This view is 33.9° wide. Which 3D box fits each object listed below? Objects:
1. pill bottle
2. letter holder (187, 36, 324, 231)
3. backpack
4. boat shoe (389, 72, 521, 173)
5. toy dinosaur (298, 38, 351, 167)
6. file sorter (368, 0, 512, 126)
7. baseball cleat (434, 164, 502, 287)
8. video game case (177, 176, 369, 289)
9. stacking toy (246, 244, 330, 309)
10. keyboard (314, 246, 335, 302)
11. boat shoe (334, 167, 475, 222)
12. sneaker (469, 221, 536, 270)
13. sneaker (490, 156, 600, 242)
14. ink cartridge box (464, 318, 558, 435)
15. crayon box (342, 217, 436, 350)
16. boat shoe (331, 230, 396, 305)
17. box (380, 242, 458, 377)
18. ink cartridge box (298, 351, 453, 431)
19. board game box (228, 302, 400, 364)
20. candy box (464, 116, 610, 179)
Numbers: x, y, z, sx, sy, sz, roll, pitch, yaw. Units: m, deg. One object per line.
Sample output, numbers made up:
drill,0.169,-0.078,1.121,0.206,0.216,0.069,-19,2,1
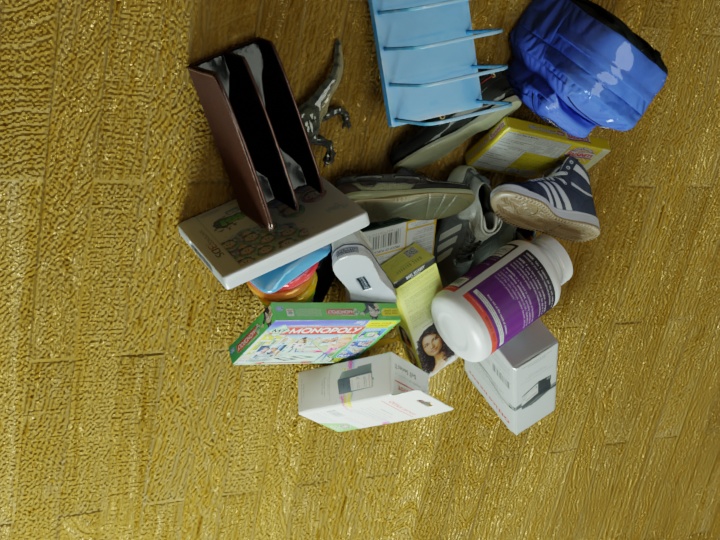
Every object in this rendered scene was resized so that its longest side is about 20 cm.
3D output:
pill bottle,0.203,0.033,1.661,0.199,0.112,0.113,-34,128,-22
letter holder,-0.117,-0.166,1.432,0.100,0.142,0.202,-24,111,-13
backpack,0.312,-0.270,1.617,0.162,0.200,0.169,21,104,-37
boat shoe,0.123,-0.204,1.636,0.200,0.063,0.074,-33,169,4
toy dinosaur,-0.057,-0.194,1.546,0.088,0.047,0.201,36,92,-32
file sorter,0.105,-0.293,1.499,0.138,0.123,0.202,-15,104,-21
baseball cleat,0.152,-0.048,1.706,0.069,0.106,0.202,-17,125,-27
video game case,-0.113,-0.059,1.497,0.199,0.182,0.024,-25,122,-16
stacking toy,-0.098,0.027,1.589,0.116,0.110,0.201,-36,143,-20
keyboard,-0.076,-0.026,1.642,0.126,0.021,0.201,14,107,-40
boat shoe,0.060,-0.109,1.615,0.199,0.067,0.072,-5,153,-18
sneaker,0.214,-0.029,1.770,0.073,0.079,0.202,9,112,-36
sneaker,0.259,-0.116,1.685,0.199,0.110,0.070,17,150,-34
ink cartridge box,0.225,0.131,1.786,0.083,0.145,0.201,-29,146,-13
crayon box,0.039,0.009,1.698,0.125,0.052,0.202,-15,124,-27
boat shoe,0.000,0.000,1.588,0.070,0.070,0.200,-15,149,9
box,0.087,0.061,1.696,0.075,0.050,0.201,-33,131,-15
ink cartridge box,0.022,0.173,1.692,0.198,0.068,0.117,-14,153,28
board game box,-0.062,0.086,1.598,0.198,0.029,0.135,1,151,-34
candy box,0.259,-0.171,1.720,0.198,0.027,0.102,8,146,-33
